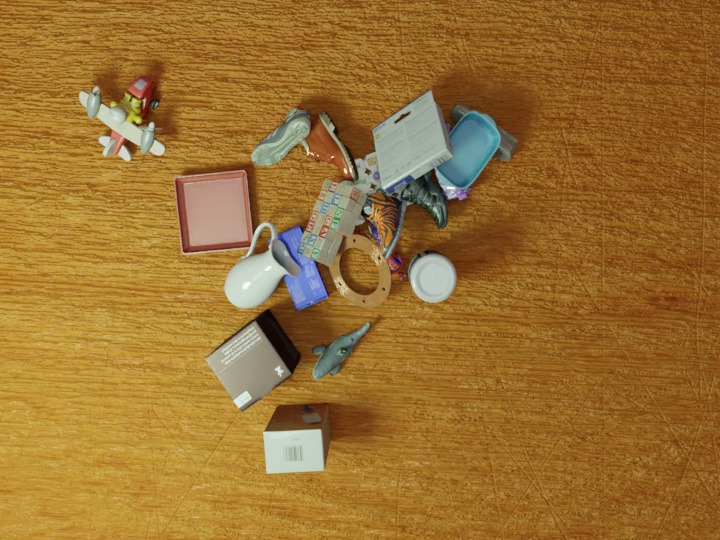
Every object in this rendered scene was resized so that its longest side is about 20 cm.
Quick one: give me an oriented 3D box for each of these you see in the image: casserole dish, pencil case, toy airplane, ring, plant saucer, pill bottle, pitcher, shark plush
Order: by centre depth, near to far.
[{"bbox_3d":[0.261,-0.296,1.571,0.120,0.039,0.202,37,87,-7],"label":"casserole dish"},{"bbox_3d":[0.178,0.009,1.598,0.112,0.200,0.120,0,96,2],"label":"pill bottle"},{"bbox_3d":[-0.607,-0.379,1.610,0.194,0.141,0.205,-12,95,2],"label":"toy airplane"},{"bbox_3d":[0.225,-0.281,1.629,0.082,0.085,0.205,-23,96,-9],"label":"pencil case"},{"bbox_3d":[-0.267,-0.011,1.638,0.198,0.120,0.175,-34,68,26],"label":"pitcher"},{"bbox_3d":[0.000,0.000,1.641,0.197,0.019,0.206,18,121,31],"label":"ring"},{"bbox_3d":[-0.385,-0.154,1.678,0.194,0.037,0.206,-5,95,2],"label":"plant saucer"},{"bbox_3d":[-0.044,0.218,1.679,0.197,0.083,0.092,-29,94,4],"label":"shark plush"}]

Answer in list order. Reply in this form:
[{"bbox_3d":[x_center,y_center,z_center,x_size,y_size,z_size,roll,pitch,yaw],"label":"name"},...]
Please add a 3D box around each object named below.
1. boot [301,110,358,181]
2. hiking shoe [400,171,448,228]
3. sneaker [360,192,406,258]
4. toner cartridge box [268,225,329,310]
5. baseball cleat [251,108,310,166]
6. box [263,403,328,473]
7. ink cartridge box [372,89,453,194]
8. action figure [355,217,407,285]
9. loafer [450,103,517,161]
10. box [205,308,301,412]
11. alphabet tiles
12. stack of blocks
[{"bbox_3d":[-0.081,-0.300,1.637,0.106,0.075,0.203,-33,78,7],"label":"boot"},{"bbox_3d":[0.156,-0.192,1.642,0.099,0.076,0.204,-24,85,-4],"label":"hiking shoe"},{"bbox_3d":[0.048,-0.119,1.592,0.110,0.203,0.078,22,132,-7],"label":"sneaker"},{"bbox_3d":[-0.163,-0.007,1.682,0.093,0.043,0.205,-21,94,4],"label":"toner cartridge box"},{"bbox_3d":[-0.201,-0.347,1.647,0.197,0.108,0.070,-25,131,27],"label":"baseball cleat"},{"bbox_3d":[-0.160,0.431,1.642,0.147,0.200,0.110,-4,97,2],"label":"box"},{"bbox_3d":[0.126,-0.320,1.583,0.194,0.043,0.205,-28,52,28],"label":"ink cartridge box"},{"bbox_3d":[0.061,-0.043,1.642,0.065,0.099,0.201,-38,105,5],"label":"action figure"},{"bbox_3d":[0.321,-0.367,1.635,0.198,0.072,0.064,39,77,-8],"label":"loafer"},{"bbox_3d":[-0.269,0.224,1.627,0.164,0.200,0.166,-35,93,3],"label":"box"},{"bbox_3d":[0.040,-0.203,1.675,0.191,0.015,0.205,-21,94,1],"label":"alphabet tiles"},{"bbox_3d":[-0.073,-0.118,1.602,0.114,0.058,0.205,21,88,44],"label":"stack of blocks"}]
